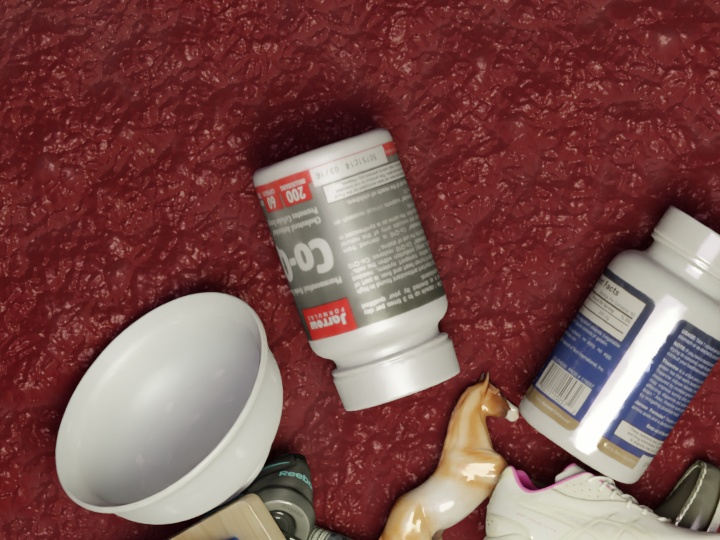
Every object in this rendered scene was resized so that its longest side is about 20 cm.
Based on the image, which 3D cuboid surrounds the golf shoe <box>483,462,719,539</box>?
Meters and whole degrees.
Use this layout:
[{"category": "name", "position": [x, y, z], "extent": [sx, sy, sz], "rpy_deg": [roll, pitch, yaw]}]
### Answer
[{"category": "golf shoe", "position": [0.188, 0.192, 1.621], "extent": [0.200, 0.075, 0.092], "rpy_deg": [1, 76, 16]}]

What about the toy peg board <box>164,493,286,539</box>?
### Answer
[{"category": "toy peg board", "position": [-0.119, 0.308, 1.615], "extent": [0.199, 0.098, 0.200], "rpy_deg": [-31, 92, 32]}]

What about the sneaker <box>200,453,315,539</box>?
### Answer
[{"category": "sneaker", "position": [-0.099, 0.220, 1.688], "extent": [0.075, 0.079, 0.200], "rpy_deg": [36, 122, -19]}]

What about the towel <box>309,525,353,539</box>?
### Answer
[{"category": "towel", "position": [-0.020, 0.314, 1.680], "extent": [0.192, 0.035, 0.200], "rpy_deg": [19, 91, 27]}]

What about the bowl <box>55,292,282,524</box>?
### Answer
[{"category": "bowl", "position": [-0.132, 0.123, 1.651], "extent": [0.201, 0.201, 0.090], "rpy_deg": [-39, 126, 5]}]

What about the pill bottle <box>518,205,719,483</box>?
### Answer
[{"category": "pill bottle", "position": [0.219, 0.055, 1.642], "extent": [0.111, 0.111, 0.200], "rpy_deg": [33, 95, 0]}]

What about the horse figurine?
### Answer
[{"category": "horse figurine", "position": [0.077, 0.197, 1.692], "extent": [0.133, 0.050, 0.200], "rpy_deg": [44, 93, -7]}]

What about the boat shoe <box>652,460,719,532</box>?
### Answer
[{"category": "boat shoe", "position": [0.220, 0.231, 1.675], "extent": [0.060, 0.072, 0.202], "rpy_deg": [31, 99, -4]}]

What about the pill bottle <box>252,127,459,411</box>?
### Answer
[{"category": "pill bottle", "position": [0.000, 0.000, 1.648], "extent": [0.114, 0.114, 0.200], "rpy_deg": [-19, 93, 4]}]
